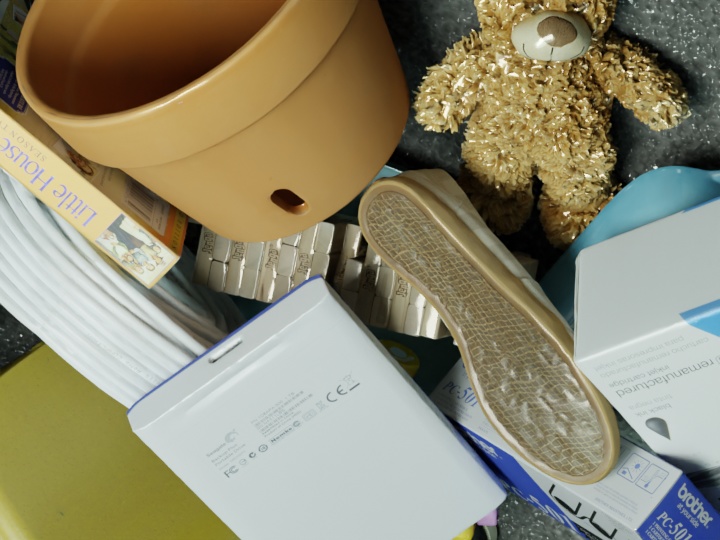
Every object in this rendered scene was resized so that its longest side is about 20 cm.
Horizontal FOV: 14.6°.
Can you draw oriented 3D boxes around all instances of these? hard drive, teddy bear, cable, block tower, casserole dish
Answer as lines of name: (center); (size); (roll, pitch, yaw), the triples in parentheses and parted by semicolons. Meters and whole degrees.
hard drive: (-0.021, 0.103, 1.576); (0.132, 0.025, 0.200); (-35, 129, 7)
teddy bear: (0.099, -0.089, 1.515); (0.145, 0.067, 0.200); (27, 133, 3)
cable: (-0.138, 0.015, 1.610); (0.069, 0.200, 0.200); (-46, 69, 8)
block tower: (0.000, 0.000, 1.596); (0.199, 0.054, 0.058); (14, 98, 19)
casserole dish: (0.167, 0.021, 1.560); (0.121, 0.039, 0.200); (23, 135, -16)

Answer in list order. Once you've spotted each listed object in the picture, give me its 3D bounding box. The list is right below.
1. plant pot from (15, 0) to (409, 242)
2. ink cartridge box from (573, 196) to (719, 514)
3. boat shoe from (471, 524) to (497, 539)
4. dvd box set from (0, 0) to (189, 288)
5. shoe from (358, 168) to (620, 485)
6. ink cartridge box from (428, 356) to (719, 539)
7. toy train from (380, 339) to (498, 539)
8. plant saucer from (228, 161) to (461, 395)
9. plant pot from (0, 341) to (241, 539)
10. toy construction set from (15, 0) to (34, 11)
plant pot: (-0.064, -0.110, 1.513); (0.200, 0.201, 0.140); (-10, 136, 33)
ink cartridge box: (0.225, 0.054, 1.498); (0.145, 0.084, 0.200); (-22, 130, 27)
boat shoe: (-0.014, 0.139, 1.752); (0.200, 0.068, 0.072); (29, 135, 7)
dvd box set: (-0.176, -0.089, 1.549); (0.200, 0.146, 0.029); (40, 110, -16)
shoe: (0.079, 0.025, 1.510); (0.070, 0.053, 0.200); (-42, 80, 34)
ink cartridge box: (0.127, 0.117, 1.575); (0.200, 0.044, 0.094); (30, 166, 51)
toy train: (-0.004, 0.132, 1.674); (0.150, 0.056, 0.200); (-23, 106, 15)
plant saucer: (0.008, 0.010, 1.666); (0.199, 0.027, 0.201); (15, 131, 18)
plant pot: (-0.215, 0.160, 1.800); (0.200, 0.200, 0.177); (-30, 95, 40)
toy construction set: (-0.244, -0.112, 1.668); (0.131, 0.092, 0.200); (-5, 133, 31)
